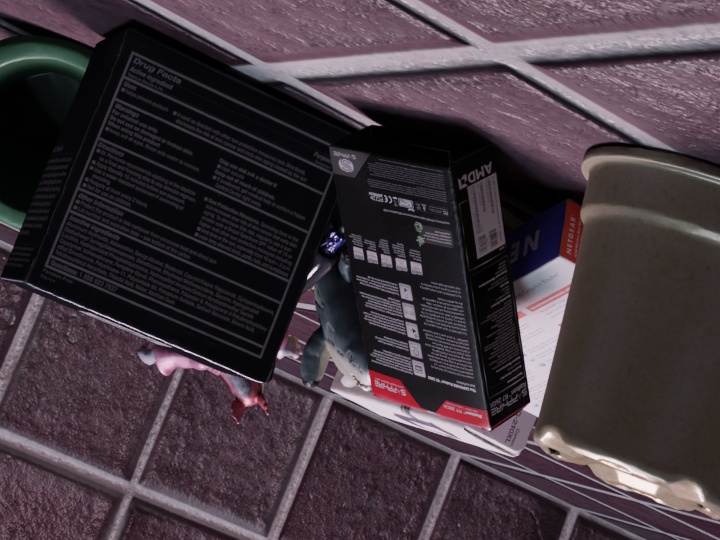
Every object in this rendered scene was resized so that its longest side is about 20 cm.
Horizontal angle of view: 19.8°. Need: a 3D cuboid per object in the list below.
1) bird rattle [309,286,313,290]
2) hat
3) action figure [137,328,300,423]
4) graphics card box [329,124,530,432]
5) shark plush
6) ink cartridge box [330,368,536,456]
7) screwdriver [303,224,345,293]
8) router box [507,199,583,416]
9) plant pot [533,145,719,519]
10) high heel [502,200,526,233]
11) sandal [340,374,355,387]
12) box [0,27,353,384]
[{"bbox_3d":[0.018,-0.013,1.731,0.162,0.114,0.199,-5,160,36],"label":"bird rattle"},{"bbox_3d":[-0.250,-0.134,1.736,0.198,0.167,0.176,2,-161,12],"label":"hat"},{"bbox_3d":[-0.110,0.023,1.653,0.133,0.201,0.149,-18,161,-22],"label":"action figure"},{"bbox_3d":[0.049,0.003,1.456,0.051,0.202,0.125,-28,-153,-36],"label":"graphics card box"},{"bbox_3d":[0.000,0.000,1.600,0.090,0.202,0.083,1,158,0],"label":"shark plush"},{"bbox_3d":[0.084,0.079,1.952,0.084,0.146,0.199,29,170,-39],"label":"ink cartridge box"},{"bbox_3d":[-0.008,-0.037,1.529,0.028,0.029,0.200,50,139,6],"label":"screwdriver"},{"bbox_3d":[0.157,0.040,1.528,0.179,0.049,0.200,27,146,-25],"label":"router box"},{"bbox_3d":[0.201,0.048,1.293,0.199,0.185,0.200,21,172,3],"label":"plant pot"},{"bbox_3d":[0.114,-0.021,1.615,0.200,0.067,0.096,43,-160,-41],"label":"high heel"},{"bbox_3d":[0.043,0.034,1.731,0.082,0.050,0.203,-19,163,-41],"label":"sandal"},{"bbox_3d":[-0.134,-0.046,1.537,0.199,0.200,0.123,24,174,-18],"label":"box"}]
